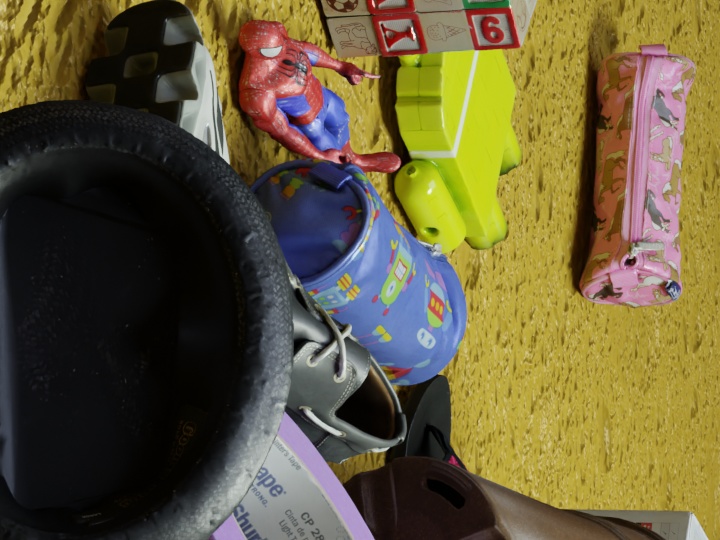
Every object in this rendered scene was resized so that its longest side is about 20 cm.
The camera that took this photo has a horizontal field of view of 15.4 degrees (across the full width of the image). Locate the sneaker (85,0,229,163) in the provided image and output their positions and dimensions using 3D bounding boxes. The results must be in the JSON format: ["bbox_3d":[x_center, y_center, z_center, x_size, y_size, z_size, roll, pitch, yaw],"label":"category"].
[{"bbox_3d":[-0.096,-0.024,1.245,0.089,0.074,0.201,60,35,-48],"label":"sneaker"}]

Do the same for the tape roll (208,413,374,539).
[{"bbox_3d":[-0.055,0.136,1.228,0.200,0.066,0.200,50,16,-20],"label":"tape roll"}]

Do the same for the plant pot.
[{"bbox_3d":[0.070,0.205,1.505,0.198,0.200,0.201,33,57,-46],"label":"plant pot"}]

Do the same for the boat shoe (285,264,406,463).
[{"bbox_3d":[-0.028,0.036,1.343,0.200,0.067,0.072,62,35,-54],"label":"boat shoe"}]

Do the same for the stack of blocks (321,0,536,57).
[{"bbox_3d":[0.057,-0.211,1.596,0.200,0.115,0.059,-68,149,-47],"label":"stack of blocks"}]

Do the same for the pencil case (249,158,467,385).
[{"bbox_3d":[0.000,0.000,1.488,0.087,0.078,0.200,-62,154,-7],"label":"pencil case"}]

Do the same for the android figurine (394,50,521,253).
[{"bbox_3d":[0.060,-0.106,1.703,0.200,0.041,0.183,61,35,-52],"label":"android figurine"}]

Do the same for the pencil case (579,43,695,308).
[{"bbox_3d":[0.215,-0.072,2.055,0.083,0.086,0.201,19,68,-35],"label":"pencil case"}]

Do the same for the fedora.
[{"bbox_3d":[-0.123,0.034,1.115,0.092,0.200,0.202,140,-46,-74],"label":"fedora"}]

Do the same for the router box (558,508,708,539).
[{"bbox_3d":[0.116,0.247,1.644,0.049,0.179,0.201,53,41,-56],"label":"router box"}]

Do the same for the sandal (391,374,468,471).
[{"bbox_3d":[0.044,0.160,1.643,0.075,0.045,0.201,53,41,-54],"label":"sandal"}]

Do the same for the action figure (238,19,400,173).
[{"bbox_3d":[-0.024,-0.087,1.480,0.200,0.051,0.066,47,50,-57],"label":"action figure"}]
